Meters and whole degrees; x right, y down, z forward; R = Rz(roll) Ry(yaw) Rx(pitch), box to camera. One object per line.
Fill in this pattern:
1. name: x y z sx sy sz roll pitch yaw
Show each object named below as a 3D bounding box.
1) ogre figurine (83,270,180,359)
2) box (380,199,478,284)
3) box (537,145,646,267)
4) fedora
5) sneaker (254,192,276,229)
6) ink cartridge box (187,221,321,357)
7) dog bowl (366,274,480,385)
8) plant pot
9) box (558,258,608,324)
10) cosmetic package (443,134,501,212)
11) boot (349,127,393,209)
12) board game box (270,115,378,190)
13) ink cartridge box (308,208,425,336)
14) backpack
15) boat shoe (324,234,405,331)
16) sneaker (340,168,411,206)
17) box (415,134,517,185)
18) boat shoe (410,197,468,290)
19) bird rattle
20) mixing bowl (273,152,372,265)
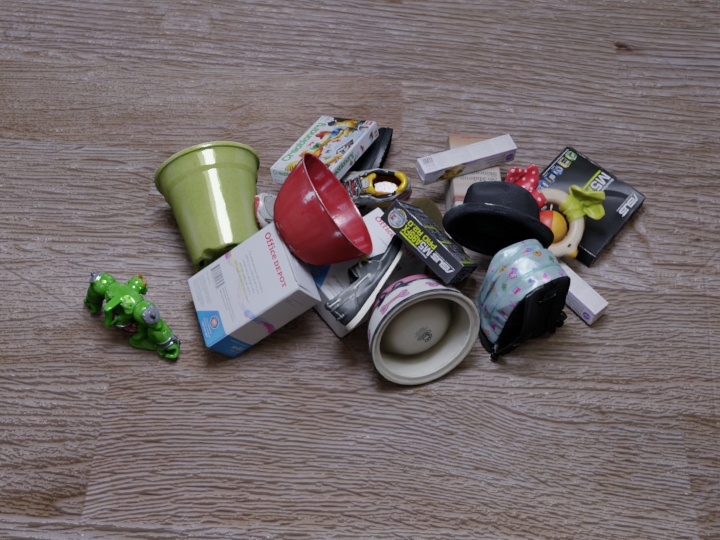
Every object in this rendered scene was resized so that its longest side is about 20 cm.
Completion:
1. ogre figurine: -0.395 0.070 1.553 0.098 0.120 0.200 -31 64 -23
2. box: 0.123 -0.047 1.576 0.160 0.200 0.044 46 100 9
3. box: 0.433 -0.131 1.805 0.192 0.048 0.200 37 62 20
4. fedora: 0.246 -0.098 1.609 0.198 0.201 0.093 12 66 3
5. sneaker: -0.111 -0.101 1.653 0.199 0.082 0.079 17 56 -43
6. ink cartridge box: -0.182 0.033 1.562 0.199 0.084 0.146 -33 58 17
7. dog bowl: 0.099 0.095 1.545 0.198 0.202 0.074 -14 38 -14
8. plant pot: -0.259 -0.101 1.652 0.198 0.201 0.186 -12 69 -13
9. box: 0.371 0.015 1.697 0.041 0.039 0.200 -35 66 -25
10. cosmetic package: 0.219 -0.162 1.781 0.102 0.088 0.202 1 56 -6
11. boot: -0.037 -0.229 1.809 0.166 0.077 0.202 21 63 5
12. board game box: -0.065 -0.224 1.713 0.125 0.035 0.200 10 42 27
13. ink cartridge box: 0.000 0.000 1.646 0.199 0.085 0.145 -33 66 -25
14. backpack: 0.281 0.045 1.582 0.166 0.201 0.127 -28 62 -21
15. boat shoe: 0.014 0.006 1.539 0.067 0.072 0.201 37 63 0
16. sneaker: -0.002 -0.158 1.697 0.197 0.082 0.079 -8 81 0
17. box: 0.201 -0.211 1.736 0.198 0.039 0.042 -18 60 -15
18. boat shoe: 0.142 -0.041 1.720 0.072 0.063 0.202 -17 66 -21
19. bird rattle: 0.347 -0.106 1.680 0.197 0.113 0.165 12 77 -11
20. mixing bowl: -0.077 -0.085 1.542 0.108 0.200 0.202 -33 59 15
